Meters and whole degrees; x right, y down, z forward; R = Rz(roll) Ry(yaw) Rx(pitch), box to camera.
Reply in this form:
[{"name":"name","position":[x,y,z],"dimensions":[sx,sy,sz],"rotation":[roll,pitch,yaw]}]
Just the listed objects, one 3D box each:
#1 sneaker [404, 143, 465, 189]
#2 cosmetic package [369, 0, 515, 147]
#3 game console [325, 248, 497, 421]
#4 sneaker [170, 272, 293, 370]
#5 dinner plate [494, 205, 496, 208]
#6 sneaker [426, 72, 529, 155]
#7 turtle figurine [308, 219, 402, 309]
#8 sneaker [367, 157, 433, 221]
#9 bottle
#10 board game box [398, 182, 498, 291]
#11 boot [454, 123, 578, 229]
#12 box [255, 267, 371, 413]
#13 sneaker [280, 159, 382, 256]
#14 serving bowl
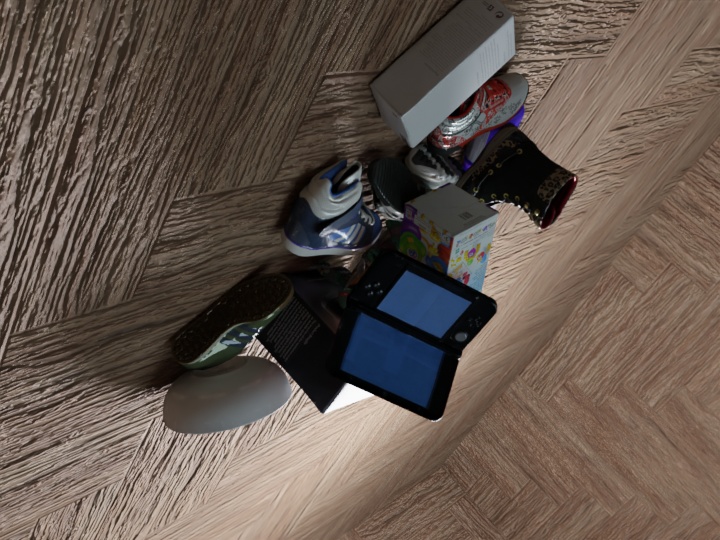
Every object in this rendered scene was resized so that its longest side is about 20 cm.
[{"name":"sneaker","position":[0.115,-0.149,1.419],"dimensions":[0.081,0.075,0.200],"rotation":[-41,161,18]},{"name":"cosmetic package","position":[0.112,-0.269,1.169],"dimensions":[0.200,0.074,0.102],"rotation":[-41,160,-3]},{"name":"game console","position":[0.076,0.094,1.263],"dimensions":[0.172,0.200,0.119],"rotation":[-53,-161,34]},{"name":"sneaker","position":[-0.184,0.081,1.301],"dimensions":[0.200,0.067,0.090],"rotation":[-35,159,-10]},{"name":"dinner plate","position":[0.208,-0.095,1.653],"dimensions":[0.200,0.024,0.200],"rotation":[-42,163,-16]},{"name":"sneaker","position":[0.187,-0.261,1.332],"dimensions":[0.201,0.067,0.108],"rotation":[-36,161,-15]},{"name":"turtle figurine","position":[0.000,0.000,1.396],"dimensions":[0.149,0.101,0.200],"rotation":[-10,-152,39]},{"name":"sneaker","position":[0.046,-0.113,1.340],"dimensions":[0.200,0.088,0.074],"rotation":[33,65,-56]},{"name":"bottle","position":[0.216,-0.205,1.483],"dimensions":[0.084,0.065,0.200],"rotation":[-41,159,-33]},{"name":"board game box","position":[0.125,-0.014,1.341],"dimensions":[0.105,0.103,0.200],"rotation":[-27,138,-35]},{"name":"boot","position":[0.233,-0.113,1.377],"dimensions":[0.200,0.151,0.073],"rotation":[-54,150,7]},{"name":"box","position":[-0.041,0.106,1.426],"dimensions":[0.123,0.198,0.200],"rotation":[-53,159,23]},{"name":"sneaker","position":[-0.013,-0.095,1.254],"dimensions":[0.200,0.081,0.147],"rotation":[-12,148,-46]},{"name":"serving bowl","position":[-0.207,0.175,1.331],"dimensions":[0.200,0.200,0.066],"rotation":[-24,108,-44]}]
